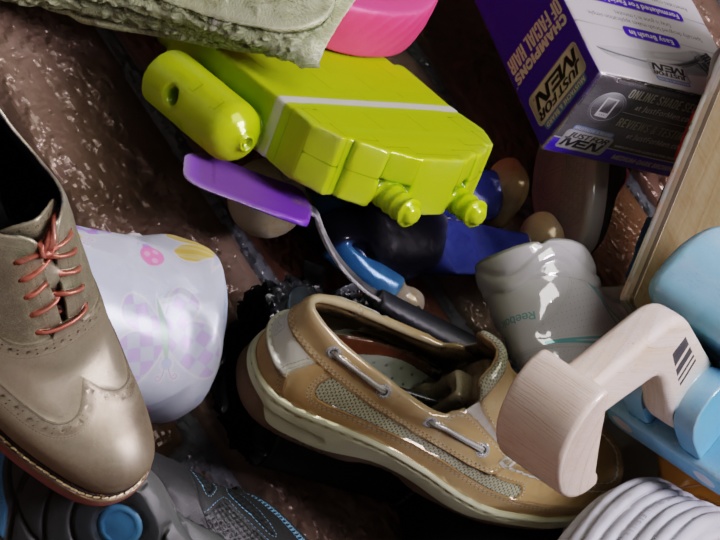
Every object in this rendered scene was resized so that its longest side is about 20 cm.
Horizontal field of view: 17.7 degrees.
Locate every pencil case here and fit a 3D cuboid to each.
[{"bbox_3d":[-0.155,0.010,1.004,0.199,0.083,0.091,11,69,-33],"label":"pencil case"}]

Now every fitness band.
[{"bbox_3d":[-0.021,-0.181,1.246,0.143,0.037,0.200,28,29,-5],"label":"fitness band"}]

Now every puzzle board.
[{"bbox_3d":[0.193,-0.039,1.209,0.201,0.017,0.151,-65,148,-17],"label":"puzzle board"}]

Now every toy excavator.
[{"bbox_3d":[0.145,0.039,1.015,0.100,0.200,0.195,34,76,31],"label":"toy excavator"}]

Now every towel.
[{"bbox_3d":[-0.085,-0.176,1.146,0.199,0.037,0.149,14,55,14],"label":"towel"}]

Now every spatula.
[{"bbox_3d":[0.000,0.000,1.102,0.200,0.021,0.057,37,14,-16],"label":"spatula"}]

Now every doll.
[{"bbox_3d":[0.010,-0.032,1.196,0.200,0.049,0.137,1,48,-42],"label":"doll"}]

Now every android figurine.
[{"bbox_3d":[-0.016,-0.079,1.151,0.182,0.041,0.200,-2,33,-46],"label":"android figurine"}]

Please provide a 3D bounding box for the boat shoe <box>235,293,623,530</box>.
[{"bbox_3d":[0.046,0.061,1.041,0.199,0.076,0.072,18,43,-28],"label":"boat shoe"}]

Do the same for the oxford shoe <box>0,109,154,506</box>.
[{"bbox_3d":[-0.138,0.007,0.919,0.070,0.075,0.200,-40,104,-33],"label":"oxford shoe"}]

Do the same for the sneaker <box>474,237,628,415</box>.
[{"bbox_3d":[0.126,0.045,1.210,0.200,0.070,0.081,19,55,-52],"label":"sneaker"}]

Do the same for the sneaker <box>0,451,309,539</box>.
[{"bbox_3d":[-0.083,0.121,1.013,0.200,0.073,0.082,38,19,-11],"label":"sneaker"}]

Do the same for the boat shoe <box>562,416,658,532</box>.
[{"bbox_3d":[0.128,0.137,1.186,0.072,0.063,0.200,6,32,19],"label":"boat shoe"}]

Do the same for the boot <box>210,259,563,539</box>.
[{"bbox_3d":[0.013,0.096,1.093,0.162,0.073,0.199,23,41,-29],"label":"boot"}]

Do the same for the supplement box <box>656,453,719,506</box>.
[{"bbox_3d":[0.216,0.095,1.205,0.200,0.066,0.069,22,60,-61],"label":"supplement box"}]

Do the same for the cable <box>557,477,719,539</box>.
[{"bbox_3d":[0.127,0.196,1.049,0.200,0.069,0.201,21,82,-57],"label":"cable"}]

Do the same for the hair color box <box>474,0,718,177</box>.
[{"bbox_3d":[0.124,-0.148,1.276,0.109,0.065,0.200,10,42,-34],"label":"hair color box"}]

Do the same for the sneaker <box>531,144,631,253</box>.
[{"bbox_3d":[0.156,-0.073,1.331,0.099,0.071,0.200,24,44,-19],"label":"sneaker"}]
